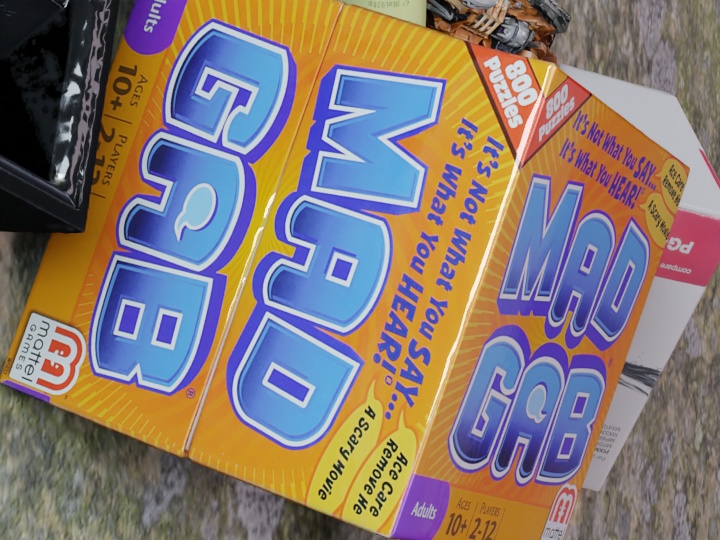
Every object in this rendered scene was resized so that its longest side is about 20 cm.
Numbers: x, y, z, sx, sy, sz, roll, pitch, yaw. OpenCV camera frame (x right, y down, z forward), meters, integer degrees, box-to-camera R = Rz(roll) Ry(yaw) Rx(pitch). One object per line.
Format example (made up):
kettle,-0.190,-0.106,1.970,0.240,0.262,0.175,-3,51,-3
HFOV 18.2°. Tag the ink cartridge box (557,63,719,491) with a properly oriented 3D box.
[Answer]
ink cartridge box,0.127,0.005,1.317,0.145,0.084,0.200,-105,-147,-55

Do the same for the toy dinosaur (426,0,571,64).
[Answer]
toy dinosaur,0.058,-0.129,1.255,0.200,0.135,0.102,60,39,-50

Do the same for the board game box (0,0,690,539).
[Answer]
board game box,0.000,0.000,1.007,0.200,0.199,0.201,22,87,-64

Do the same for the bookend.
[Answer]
bookend,-0.171,-0.134,0.800,0.199,0.092,0.201,34,60,-62

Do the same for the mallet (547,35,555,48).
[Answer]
mallet,0.086,-0.220,1.436,0.066,0.041,0.201,-54,135,-49

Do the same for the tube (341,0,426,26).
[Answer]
tube,0.007,-0.070,1.182,0.052,0.058,0.201,-38,138,-51
